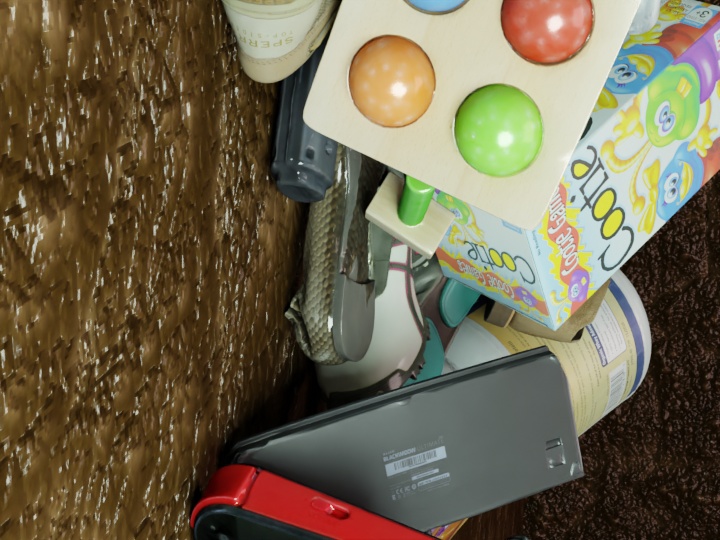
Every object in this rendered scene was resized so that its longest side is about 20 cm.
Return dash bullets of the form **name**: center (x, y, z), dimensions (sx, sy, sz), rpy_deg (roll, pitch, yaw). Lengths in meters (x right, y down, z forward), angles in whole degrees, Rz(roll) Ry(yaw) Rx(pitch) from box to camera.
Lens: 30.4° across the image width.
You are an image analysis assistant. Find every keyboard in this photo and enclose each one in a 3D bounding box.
- **keyboard**: center (0.031, 0.123, 0.704), dimensions (0.021, 0.197, 0.129), rpy_deg (-167, -116, -69)

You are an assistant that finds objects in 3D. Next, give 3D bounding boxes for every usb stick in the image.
- **usb stick**: center (-0.021, -0.140, 0.722), dimensions (0.055, 0.032, 0.203), rpy_deg (48, 48, -75)

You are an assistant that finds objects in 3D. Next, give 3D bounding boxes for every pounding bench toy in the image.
- **pounding bench toy**: center (0.048, -0.081, 0.655), dimensions (0.156, 0.123, 0.202), rpy_deg (-52, 165, -68)

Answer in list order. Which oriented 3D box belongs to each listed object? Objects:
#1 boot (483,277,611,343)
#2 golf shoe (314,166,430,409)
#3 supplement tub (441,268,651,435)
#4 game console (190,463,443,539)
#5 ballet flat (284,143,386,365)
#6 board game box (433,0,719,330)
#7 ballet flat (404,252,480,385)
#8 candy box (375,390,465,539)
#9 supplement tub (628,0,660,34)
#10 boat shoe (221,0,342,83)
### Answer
- **boot**: center (0.146, -0.025, 0.963), dimensions (0.074, 0.074, 0.201), rpy_deg (110, 0, -48)
- **golf shoe**: center (0.000, 0.000, 0.832), dimensions (0.202, 0.076, 0.089), rpy_deg (-80, 150, -45)
- **supplement tub**: center (0.108, 0.077, 0.995), dimensions (0.199, 0.144, 0.146), rpy_deg (-30, 132, -35)
- **game console**: center (0.004, 0.189, 0.632), dimensions (0.031, 0.174, 0.202), rpy_deg (-51, 146, -46)
- **ballet flat**: center (-0.014, -0.046, 0.770), dimensions (0.067, 0.046, 0.204), rpy_deg (18, 74, -61)
- **board game box**: center (0.140, -0.078, 0.836), dimensions (0.200, 0.104, 0.104), rpy_deg (-42, 132, -21)
- **ballet flat**: center (0.035, 0.034, 0.895), dimensions (0.201, 0.063, 0.068), rpy_deg (-57, 140, -33)
- **candy box**: center (0.009, 0.156, 0.809), dimensions (0.117, 0.056, 0.200), rpy_deg (-49, 159, -7)
- **supplement tub**: center (0.085, -0.209, 0.802), dimensions (0.122, 0.197, 0.125), rpy_deg (5, 90, -79)
- **boat shoe**: center (-0.020, -0.173, 0.645), dimensions (0.065, 0.070, 0.201), rpy_deg (88, 22, -48)
